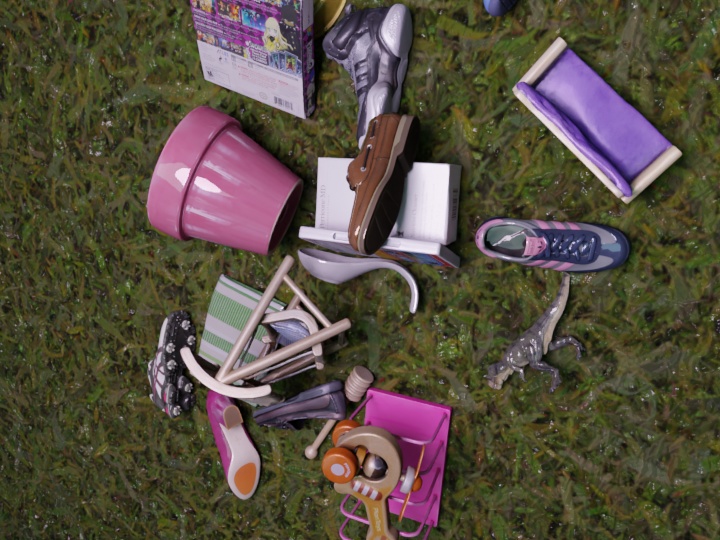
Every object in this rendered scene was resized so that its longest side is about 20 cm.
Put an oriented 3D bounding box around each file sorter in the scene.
[{"bbox_3d":[0.048,0.308,0.859,0.137,0.125,0.203,9,103,20],"label":"file sorter"}]

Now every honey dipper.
[{"bbox_3d":[-0.040,0.243,0.935,0.038,0.038,0.201,35,114,13],"label":"honey dipper"}]

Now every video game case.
[{"bbox_3d":[0.031,-0.032,0.796,0.197,0.143,0.018,9,86,21],"label":"video game case"},{"bbox_3d":[-0.157,-0.337,0.828,0.198,0.036,0.183,25,142,18],"label":"video game case"}]

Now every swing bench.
[{"bbox_3d":[-0.126,0.114,0.818,0.200,0.199,0.130,-42,80,-11],"label":"swing bench"}]

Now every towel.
[{"bbox_3d":[-0.211,0.123,0.993,0.151,0.023,0.202,23,109,19],"label":"towel"}]

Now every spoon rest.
[{"bbox_3d":[0.000,0.000,0.850,0.198,0.099,0.061,21,99,3],"label":"spoon rest"}]

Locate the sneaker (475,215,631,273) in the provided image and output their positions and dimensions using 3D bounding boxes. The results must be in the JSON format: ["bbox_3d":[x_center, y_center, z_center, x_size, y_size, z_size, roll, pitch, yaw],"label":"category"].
[{"bbox_3d":[0.246,-0.030,0.737,0.197,0.082,0.071,5,101,22],"label":"sneaker"}]

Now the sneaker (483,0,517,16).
[{"bbox_3d":[0.182,-0.421,0.702,0.081,0.074,0.203,18,99,20],"label":"sneaker"}]

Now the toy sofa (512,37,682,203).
[{"bbox_3d":[0.283,-0.182,0.686,0.200,0.097,0.083,48,114,9],"label":"toy sofa"}]

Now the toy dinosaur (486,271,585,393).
[{"bbox_3d":[0.254,0.108,0.782,0.088,0.047,0.201,40,109,19],"label":"toy dinosaur"}]

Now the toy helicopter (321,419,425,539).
[{"bbox_3d":[0.029,0.302,0.771,0.130,0.079,0.203,-5,108,13],"label":"toy helicopter"}]

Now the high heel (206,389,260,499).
[{"bbox_3d":[-0.238,0.315,1.029,0.095,0.067,0.203,18,126,54],"label":"high heel"}]

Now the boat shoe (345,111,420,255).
[{"bbox_3d":[0.017,-0.112,0.724,0.067,0.072,0.202,12,66,22],"label":"boat shoe"}]

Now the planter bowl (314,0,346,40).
[{"bbox_3d":[-0.118,-0.437,0.816,0.198,0.083,0.204,4,101,22],"label":"planter bowl"}]

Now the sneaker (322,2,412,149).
[{"bbox_3d":[0.001,-0.275,0.803,0.112,0.075,0.203,17,100,20],"label":"sneaker"}]

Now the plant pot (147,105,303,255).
[{"bbox_3d":[-0.192,-0.118,0.858,0.177,0.200,0.202,26,109,1],"label":"plant pot"}]

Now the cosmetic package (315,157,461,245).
[{"bbox_3d":[0.038,-0.102,0.812,0.197,0.081,0.115,5,100,21],"label":"cosmetic package"}]

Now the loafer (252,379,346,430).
[{"bbox_3d":[-0.102,0.236,0.925,0.199,0.071,0.064,-28,76,34],"label":"loafer"}]

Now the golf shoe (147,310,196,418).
[{"bbox_3d":[-0.355,0.168,1.033,0.087,0.077,0.203,13,104,27],"label":"golf shoe"}]
